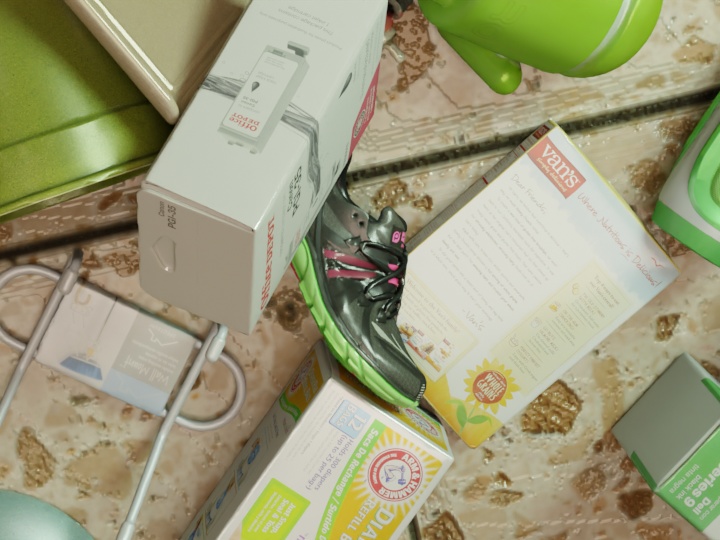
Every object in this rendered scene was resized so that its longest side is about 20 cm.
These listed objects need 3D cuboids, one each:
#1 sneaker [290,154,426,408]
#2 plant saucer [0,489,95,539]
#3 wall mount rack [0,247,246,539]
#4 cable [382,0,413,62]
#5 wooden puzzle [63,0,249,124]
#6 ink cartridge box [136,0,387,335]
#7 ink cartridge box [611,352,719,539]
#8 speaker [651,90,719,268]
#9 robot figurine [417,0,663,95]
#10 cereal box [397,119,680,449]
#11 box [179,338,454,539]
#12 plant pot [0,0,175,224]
[{"bbox_3d":[0.000,0.000,1.495,0.083,0.077,0.201,-25,82,5],"label":"sneaker"},{"bbox_3d":[-0.272,0.260,1.580,0.200,0.039,0.202,-1,104,-5],"label":"plant saucer"},{"bbox_3d":[-0.184,0.088,1.528,0.199,0.075,0.174,25,100,-10],"label":"wall mount rack"},{"bbox_3d":[-0.042,-0.209,1.464,0.200,0.097,0.050,44,62,-16],"label":"cable"},{"bbox_3d":[-0.152,-0.201,1.406,0.037,0.200,0.185,-32,106,29],"label":"wooden puzzle"},{"bbox_3d":[-0.063,-0.080,1.412,0.082,0.147,0.201,23,62,8],"label":"ink cartridge box"},{"bbox_3d":[0.289,0.168,1.555,0.200,0.146,0.084,41,96,-13],"label":"ink cartridge box"},{"bbox_3d":[0.289,-0.099,1.523,0.088,0.088,0.200,31,99,-12],"label":"speaker"},{"bbox_3d":[0.117,-0.198,1.452,0.199,0.116,0.176,17,123,-29],"label":"robot figurine"},{"bbox_3d":[0.108,0.011,1.554,0.200,0.040,0.144,-40,102,5],"label":"cereal box"},{"bbox_3d":[-0.037,0.168,1.547,0.112,0.101,0.200,33,99,-12],"label":"box"},{"bbox_3d":[-0.234,-0.135,1.424,0.199,0.200,0.194,-19,92,-1],"label":"plant pot"}]
